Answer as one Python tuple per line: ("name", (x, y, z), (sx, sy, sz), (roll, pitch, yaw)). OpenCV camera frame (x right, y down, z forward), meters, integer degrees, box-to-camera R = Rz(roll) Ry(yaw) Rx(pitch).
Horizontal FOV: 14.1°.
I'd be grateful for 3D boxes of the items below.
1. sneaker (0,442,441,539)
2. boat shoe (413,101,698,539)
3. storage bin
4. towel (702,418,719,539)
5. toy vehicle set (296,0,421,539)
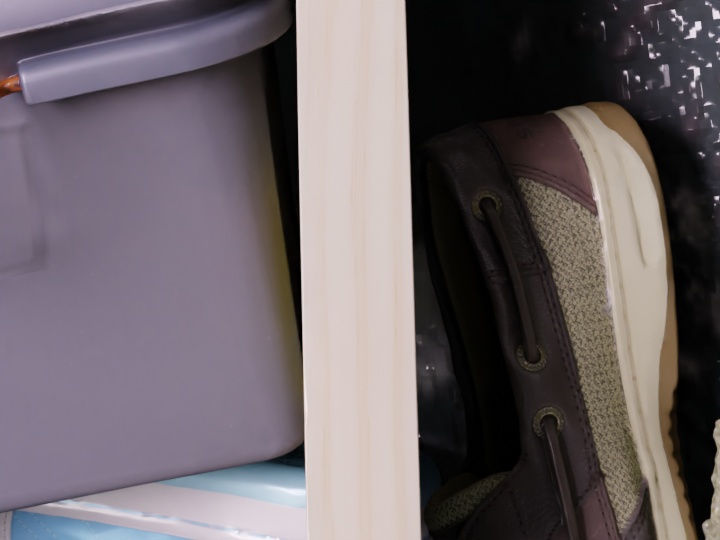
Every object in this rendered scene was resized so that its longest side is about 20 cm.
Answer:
("sneaker", (-0.069, 0.110, 0.850), (0.199, 0.079, 0.132), (5, 99, 34))
("boat shoe", (0.047, 0.059, 0.744), (0.072, 0.066, 0.202), (165, 101, -76))
("storage bin", (-0.100, -0.008, 0.762), (0.199, 0.146, 0.135), (-12, 109, 4))
("towel", (0.150, 0.012, 0.678), (0.148, 0.036, 0.201), (22, 110, 39))
("toy vehicle set", (0.000, 0.000, 0.731), (0.026, 0.124, 0.201), (-2, 75, 1))
